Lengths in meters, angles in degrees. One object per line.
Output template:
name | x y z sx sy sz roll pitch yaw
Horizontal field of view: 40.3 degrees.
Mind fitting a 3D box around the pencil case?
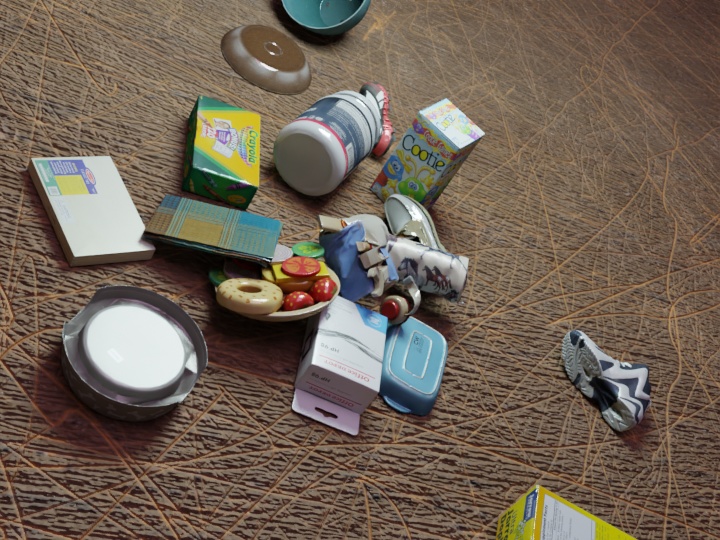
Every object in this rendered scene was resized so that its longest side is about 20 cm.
pencil case | 0.092 -0.003 1.681 0.199 0.090 0.078 16 15 0

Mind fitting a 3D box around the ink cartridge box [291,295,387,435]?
ink cartridge box | -0.029 0.139 1.494 0.115 0.067 0.200 24 40 -14

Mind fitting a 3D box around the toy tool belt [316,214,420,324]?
toy tool belt | 0.000 0.000 1.575 0.123 0.125 0.201 -1 61 -62

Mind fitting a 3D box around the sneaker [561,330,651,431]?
sneaker | 0.458 0.185 1.788 0.129 0.080 0.199 -18 63 -46

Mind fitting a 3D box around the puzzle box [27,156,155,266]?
puzzle box | -0.409 -0.094 1.490 0.133 0.025 0.200 -7 55 -39

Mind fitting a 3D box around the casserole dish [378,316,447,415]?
casserole dish | 0.085 0.146 1.592 0.121 0.039 0.200 30 38 -7

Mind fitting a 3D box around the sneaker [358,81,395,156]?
sneaker | 0.011 -0.319 1.980 0.098 0.071 0.201 17 44 -24

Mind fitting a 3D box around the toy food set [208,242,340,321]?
toy food set | -0.131 0.015 1.506 0.199 0.049 0.198 -5 29 -14

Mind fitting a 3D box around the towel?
towel | -0.226 -0.063 1.537 0.199 0.022 0.147 12 28 -2

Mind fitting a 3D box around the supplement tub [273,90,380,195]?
supplement tub | -0.058 -0.236 1.793 0.140 0.140 0.200 37 39 2

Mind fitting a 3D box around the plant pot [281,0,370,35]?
plant pot | -0.061 -0.597 2.142 0.200 0.200 0.135 48 4 16

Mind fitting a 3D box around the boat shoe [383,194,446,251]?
boat shoe | 0.095 -0.058 1.775 0.068 0.075 0.200 -6 55 -46

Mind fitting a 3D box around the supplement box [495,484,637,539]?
supplement box | 0.303 0.420 1.416 0.200 0.110 0.109 30 39 -7

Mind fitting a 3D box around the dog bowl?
dog bowl | -0.309 0.115 1.325 0.199 0.059 0.201 19 41 -18

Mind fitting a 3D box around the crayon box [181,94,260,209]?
crayon box | -0.238 -0.207 1.699 0.118 0.058 0.201 17 42 -21

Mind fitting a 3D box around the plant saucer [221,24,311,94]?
plant saucer | -0.183 -0.438 1.990 0.200 0.037 0.201 19 41 -18

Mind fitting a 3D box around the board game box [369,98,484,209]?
board game box | 0.124 -0.205 1.843 0.103 0.200 0.105 44 40 11
